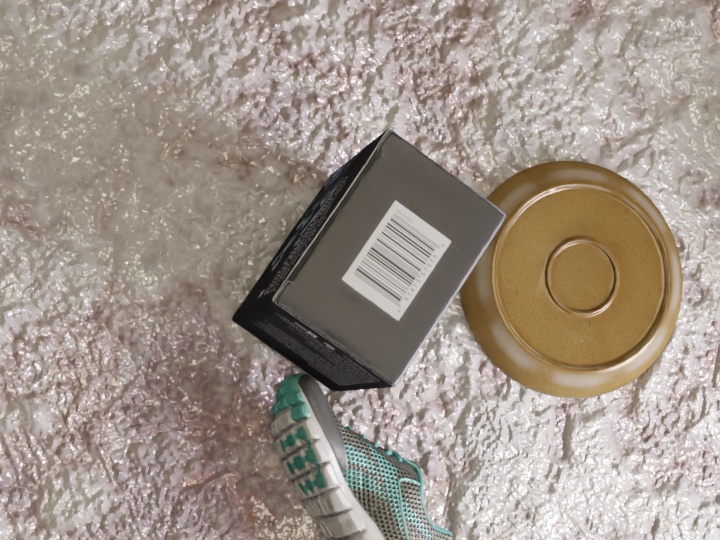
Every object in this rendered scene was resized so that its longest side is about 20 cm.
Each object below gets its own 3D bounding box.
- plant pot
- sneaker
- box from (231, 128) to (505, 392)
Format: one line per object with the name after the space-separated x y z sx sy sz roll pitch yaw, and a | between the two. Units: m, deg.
0.181 0.006 1.220 0.199 0.027 0.201 1 85 -13 | plant pot
0.003 0.163 1.151 0.091 0.078 0.200 -30 96 -30 | sneaker
0.000 0.000 1.089 0.107 0.200 0.149 35 77 -7 | box
